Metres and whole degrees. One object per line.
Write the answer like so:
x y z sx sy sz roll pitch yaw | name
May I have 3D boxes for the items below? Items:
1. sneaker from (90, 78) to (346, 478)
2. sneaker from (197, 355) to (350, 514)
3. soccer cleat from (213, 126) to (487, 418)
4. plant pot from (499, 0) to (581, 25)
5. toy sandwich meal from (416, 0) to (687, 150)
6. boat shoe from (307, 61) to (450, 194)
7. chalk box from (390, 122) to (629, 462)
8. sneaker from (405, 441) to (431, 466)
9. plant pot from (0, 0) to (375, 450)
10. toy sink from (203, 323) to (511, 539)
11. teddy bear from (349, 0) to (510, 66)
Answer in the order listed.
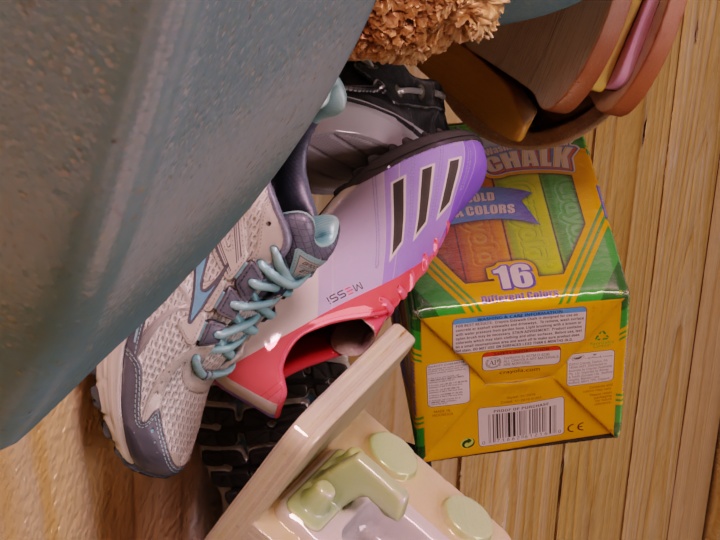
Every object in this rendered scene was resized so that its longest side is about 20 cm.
-0.058 -0.004 0.983 0.078 0.086 0.202 -8 110 -73 | sneaker
-0.044 0.086 1.179 0.090 0.078 0.201 -87 -177 -54 | sneaker
0.000 0.000 1.089 0.199 0.073 0.068 -33 157 -34 | soccer cleat
0.063 -0.198 1.109 0.201 0.199 0.135 -61 180 -44 | plant pot
0.091 -0.156 1.237 0.070 0.204 0.207 6 98 -45 | toy sandwich meal
-0.004 -0.079 1.173 0.200 0.072 0.072 12 66 -71 | boat shoe
0.077 -0.008 1.330 0.201 0.123 0.124 -101 -174 -45 | chalk box
0.005 0.129 1.322 0.104 0.060 0.200 -51 171 -34 | sneaker
-0.104 -0.075 0.601 0.196 0.195 0.201 -49 158 -59 | plant pot
-0.013 0.146 1.065 0.200 0.112 0.130 -54 174 29 | toy sink
0.007 -0.189 0.955 0.067 0.144 0.202 169 -66 -82 | teddy bear
